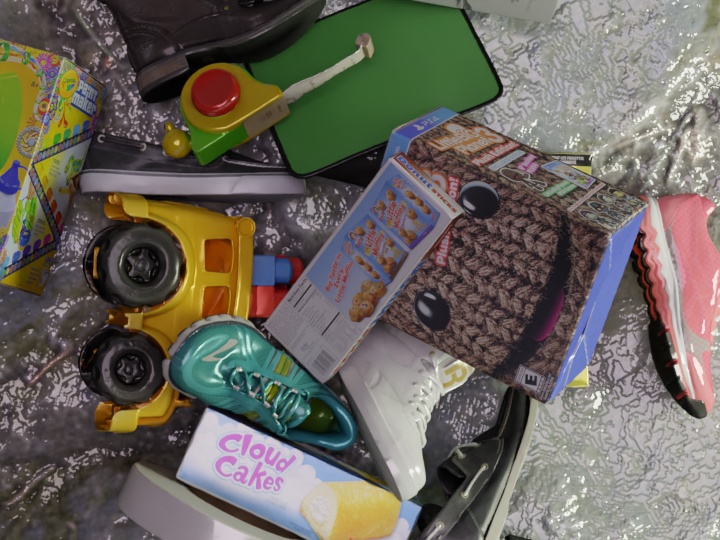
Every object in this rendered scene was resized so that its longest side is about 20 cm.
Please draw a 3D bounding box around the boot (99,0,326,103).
[{"bbox_3d":[-0.148,-0.257,1.619,0.199,0.069,0.175,-23,78,-3],"label":"boot"}]

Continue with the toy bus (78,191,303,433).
[{"bbox_3d":[-0.141,0.040,1.586,0.191,0.136,0.202,5,89,-17],"label":"toy bus"}]

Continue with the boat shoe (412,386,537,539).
[{"bbox_3d":[0.101,0.168,1.565,0.067,0.072,0.201,24,51,3],"label":"boat shoe"}]

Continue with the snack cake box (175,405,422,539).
[{"bbox_3d":[-0.051,0.184,1.576,0.199,0.115,0.068,24,89,0],"label":"snack cake box"}]

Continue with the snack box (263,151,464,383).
[{"bbox_3d":[0.000,0.000,1.505,0.072,0.024,0.200,44,121,10],"label":"snack box"}]

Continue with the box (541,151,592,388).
[{"bbox_3d":[0.172,0.001,1.611,0.050,0.075,0.202,2,86,-1],"label":"box"}]

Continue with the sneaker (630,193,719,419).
[{"bbox_3d":[0.292,0.026,1.612,0.086,0.074,0.202,-12,87,-3],"label":"sneaker"}]

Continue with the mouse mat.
[{"bbox_3d":[0.009,-0.171,1.610,0.199,0.008,0.162,-21,56,-2],"label":"mouse mat"}]

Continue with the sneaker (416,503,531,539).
[{"bbox_3d":[0.134,0.259,1.602,0.200,0.074,0.089,45,81,-5],"label":"sneaker"}]

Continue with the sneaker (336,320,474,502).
[{"bbox_3d":[0.048,0.101,1.558,0.115,0.200,0.074,-18,131,-5],"label":"sneaker"}]

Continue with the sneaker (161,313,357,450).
[{"bbox_3d":[-0.076,0.095,1.524,0.199,0.080,0.078,26,96,-42],"label":"sneaker"}]

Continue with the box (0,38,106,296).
[{"bbox_3d":[-0.348,-0.103,1.567,0.199,0.122,0.194,16,86,11],"label":"box"}]

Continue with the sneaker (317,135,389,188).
[{"bbox_3d":[0.048,-0.073,1.616,0.198,0.076,0.091,6,97,3],"label":"sneaker"}]

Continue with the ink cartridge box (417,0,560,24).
[{"bbox_3d":[0.086,-0.308,1.607,0.198,0.084,0.147,11,73,0],"label":"ink cartridge box"}]

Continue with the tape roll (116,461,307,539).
[{"bbox_3d":[-0.104,0.216,1.531,0.202,0.203,0.037,24,89,0],"label":"tape roll"}]

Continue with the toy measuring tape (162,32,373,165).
[{"bbox_3d":[-0.087,-0.161,1.582,0.199,0.074,0.074,-33,88,-6],"label":"toy measuring tape"}]

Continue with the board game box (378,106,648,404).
[{"bbox_3d":[0.108,-0.015,1.514,0.199,0.097,0.160,26,117,19],"label":"board game box"}]

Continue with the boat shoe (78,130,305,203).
[{"bbox_3d":[-0.146,-0.091,1.614,0.198,0.069,0.057,2,86,1],"label":"boat shoe"}]
